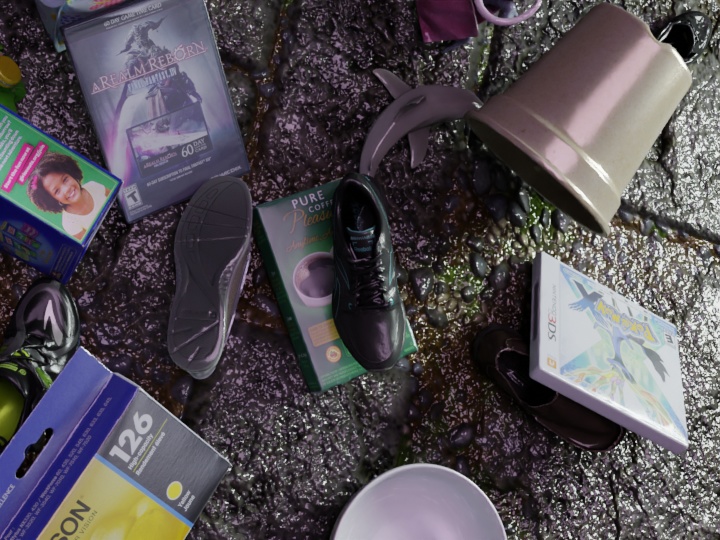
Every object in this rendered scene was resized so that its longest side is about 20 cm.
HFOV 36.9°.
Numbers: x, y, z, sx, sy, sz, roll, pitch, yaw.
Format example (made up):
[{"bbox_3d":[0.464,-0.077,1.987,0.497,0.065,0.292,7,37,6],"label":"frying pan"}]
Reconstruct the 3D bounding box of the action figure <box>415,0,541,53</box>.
[{"bbox_3d":[0.085,-0.343,1.177,0.133,0.149,0.202,-31,107,-15],"label":"action figure"}]

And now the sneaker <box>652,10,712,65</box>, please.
[{"bbox_3d":[0.373,-0.264,1.284,0.199,0.104,0.060,-34,93,-21],"label":"sneaker"}]

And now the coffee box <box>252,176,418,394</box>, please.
[{"bbox_3d":[-0.029,0.012,1.129,0.122,0.044,0.203,-21,90,-22],"label":"coffee box"}]

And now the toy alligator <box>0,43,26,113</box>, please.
[{"bbox_3d":[-0.375,-0.221,1.037,0.201,0.059,0.054,57,27,-3],"label":"toy alligator"}]

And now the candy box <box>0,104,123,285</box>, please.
[{"bbox_3d":[-0.327,-0.082,0.968,0.198,0.169,0.078,31,68,-13],"label":"candy box"}]

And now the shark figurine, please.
[{"bbox_3d":[0.044,-0.146,1.159,0.128,0.089,0.216,39,69,-9],"label":"shark figurine"}]

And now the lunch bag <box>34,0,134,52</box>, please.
[{"bbox_3d":[-0.270,-0.324,1.009,0.126,0.200,0.172,-22,90,-21],"label":"lunch bag"}]

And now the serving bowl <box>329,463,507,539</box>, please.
[{"bbox_3d":[0.051,0.300,1.103,0.197,0.066,0.203,3,82,-20],"label":"serving bowl"}]

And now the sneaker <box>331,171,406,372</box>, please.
[{"bbox_3d":[0.000,0.000,1.068,0.074,0.079,0.203,-10,83,3],"label":"sneaker"}]

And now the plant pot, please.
[{"bbox_3d":[0.241,-0.171,1.143,0.200,0.200,0.184,39,93,-10],"label":"plant pot"}]

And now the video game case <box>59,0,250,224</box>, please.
[{"bbox_3d":[-0.196,-0.163,1.058,0.142,0.019,0.202,-25,121,-22],"label":"video game case"}]

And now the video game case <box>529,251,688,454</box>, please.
[{"bbox_3d":[0.273,0.087,1.190,0.198,0.022,0.184,28,41,-15],"label":"video game case"}]

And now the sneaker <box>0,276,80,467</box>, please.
[{"bbox_3d":[-0.307,0.096,0.984,0.070,0.083,0.202,19,61,-7],"label":"sneaker"}]

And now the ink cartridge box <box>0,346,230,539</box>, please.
[{"bbox_3d":[-0.236,0.207,0.980,0.199,0.047,0.200,-57,133,-17],"label":"ink cartridge box"}]

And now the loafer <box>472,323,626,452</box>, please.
[{"bbox_3d":[0.206,0.139,1.172,0.199,0.071,0.073,34,100,-6],"label":"loafer"}]

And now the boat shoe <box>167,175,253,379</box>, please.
[{"bbox_3d":[-0.150,0.005,1.083,0.073,0.065,0.205,5,74,0],"label":"boat shoe"}]
